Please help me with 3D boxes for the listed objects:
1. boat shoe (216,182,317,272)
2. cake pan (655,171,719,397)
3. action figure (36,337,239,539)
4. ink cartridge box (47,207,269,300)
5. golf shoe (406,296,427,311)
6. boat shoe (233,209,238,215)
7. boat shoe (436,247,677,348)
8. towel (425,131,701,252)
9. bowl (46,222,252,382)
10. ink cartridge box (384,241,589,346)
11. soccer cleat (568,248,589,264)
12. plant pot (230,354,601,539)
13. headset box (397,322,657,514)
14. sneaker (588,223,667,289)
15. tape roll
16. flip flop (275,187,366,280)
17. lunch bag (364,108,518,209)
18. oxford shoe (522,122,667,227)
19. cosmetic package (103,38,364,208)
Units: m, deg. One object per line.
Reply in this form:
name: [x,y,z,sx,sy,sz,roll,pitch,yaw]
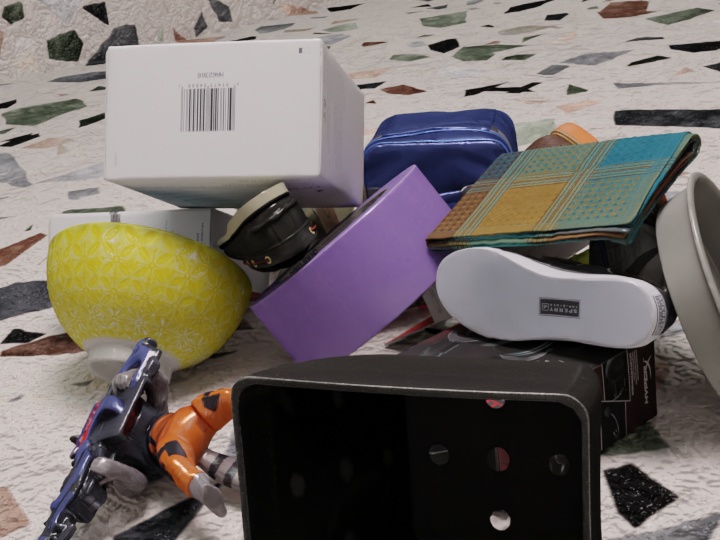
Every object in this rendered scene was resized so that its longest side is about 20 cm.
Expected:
boat shoe: [-0.084,-0.027,1.044,0.073,0.064,0.201,-35,2,-12]
cake pan: [0.282,0.024,0.889,0.036,0.202,0.200,-24,13,28]
action figure: [-0.160,0.157,0.891,0.191,0.105,0.201,-1,49,38]
ink cartridge box: [-0.214,-0.013,1.235,0.197,0.085,0.145,-1,-7,21]
golf shoe: [0.091,-0.006,1.210,0.198,0.073,0.092,-28,-16,-16]
boat shoe: [-0.102,-0.073,1.309,0.062,0.201,0.072,-23,69,-24]
boat shoe: [0.153,0.019,0.901,0.198,0.071,0.066,5,5,39]
towel: [0.164,-0.063,0.942,0.198,0.022,0.147,-3,33,44]
bowl: [-0.207,0.048,1.085,0.197,0.200,0.109,0,65,20]
ink cartridge box: [0.129,-0.004,1.100,0.199,0.045,0.175,-28,1,-39]
soccer cleat: [0.232,-0.007,1.102,0.197,0.085,0.065,-16,37,-17]
plant pot: [0.057,0.140,0.682,0.197,0.203,0.177,0,12,23]
headset box: [0.112,0.099,0.901,0.198,0.078,0.148,-22,24,-33]
sneaker: [0.231,0.010,0.974,0.086,0.076,0.200,2,-19,0]
tape roll: [0.000,0.000,1.053,0.199,0.085,0.200,-39,5,4]
flip flop: [-0.053,-0.046,1.252,0.080,0.058,0.202,-4,51,38]
lunch bag: [0.087,-0.106,1.344,0.197,0.138,0.133,-4,21,11]
oxford shoe: [0.204,-0.064,1.013,0.072,0.072,0.200,-25,30,-10]
cosmetic package: [-0.109,-0.128,1.079,0.196,0.125,0.200,0,-3,11]
